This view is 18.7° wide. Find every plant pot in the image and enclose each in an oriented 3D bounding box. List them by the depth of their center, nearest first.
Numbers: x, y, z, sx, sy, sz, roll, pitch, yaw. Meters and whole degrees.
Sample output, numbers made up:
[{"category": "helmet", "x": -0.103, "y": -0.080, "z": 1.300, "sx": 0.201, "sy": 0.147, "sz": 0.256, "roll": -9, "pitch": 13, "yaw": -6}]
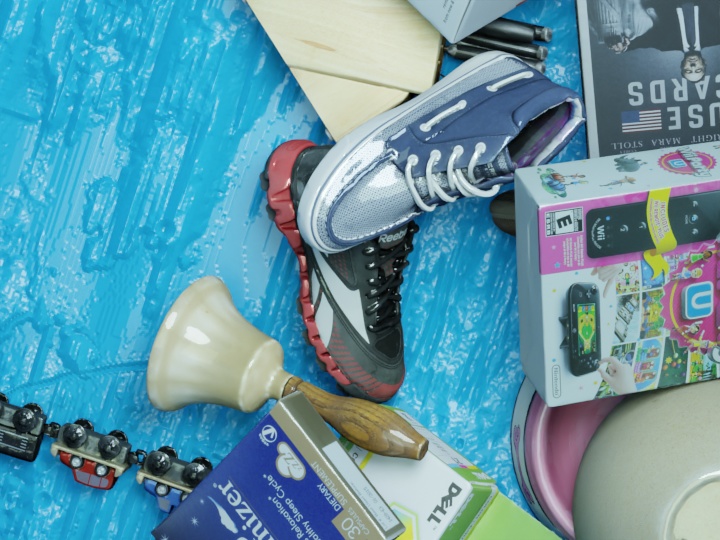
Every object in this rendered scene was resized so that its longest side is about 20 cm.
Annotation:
[{"category": "plant pot", "x": 0.242, "y": 0.169, "z": 1.458, "sx": 0.198, "sy": 0.134, "sz": 0.202, "roll": 0, "pitch": 92, "yaw": 4}]

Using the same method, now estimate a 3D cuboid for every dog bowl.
[{"category": "dog bowl", "x": 0.205, "y": 0.123, "z": 1.562, "sx": 0.198, "sy": 0.074, "sz": 0.202, "roll": 0, "pitch": 92, "yaw": 6}]

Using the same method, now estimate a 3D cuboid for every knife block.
[{"category": "knife block", "x": 0.031, "y": -0.176, "z": 1.569, "sx": 0.175, "sy": 0.064, "sz": 0.201, "roll": -33, "pitch": 89, "yaw": 5}]

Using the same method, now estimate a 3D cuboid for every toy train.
[{"category": "toy train", "x": -0.195, "y": 0.139, "z": 1.617, "sx": 0.198, "sy": 0.034, "sz": 0.046, "roll": 17, "pitch": 97, "yaw": 4}]

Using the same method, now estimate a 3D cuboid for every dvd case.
[{"category": "dvd case", "x": 0.220, "y": -0.158, "z": 1.470, "sx": 0.149, "sy": 0.025, "sz": 0.201, "roll": -4, "pitch": 118, "yaw": 7}]

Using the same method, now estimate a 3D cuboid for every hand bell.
[{"category": "hand bell", "x": -0.040, "y": 0.087, "z": 1.538, "sx": 0.199, "sy": 0.104, "sz": 0.105, "roll": 22, "pitch": 94, "yaw": 22}]

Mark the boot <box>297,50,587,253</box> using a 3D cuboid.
[{"category": "boot", "x": 0.054, "y": -0.073, "z": 1.465, "sx": 0.200, "sy": 0.090, "sz": 0.073, "roll": -40, "pitch": 127, "yaw": -14}]

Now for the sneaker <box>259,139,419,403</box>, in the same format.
[{"category": "sneaker", "x": 0.000, "y": 0.000, "z": 1.554, "sx": 0.097, "sy": 0.071, "sz": 0.202, "roll": -8, "pitch": 104, "yaw": 41}]

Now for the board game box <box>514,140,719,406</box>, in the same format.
[{"category": "board game box", "x": 0.207, "y": -0.002, "z": 1.462, "sx": 0.198, "sy": 0.064, "sz": 0.149, "roll": -9, "pitch": 115, "yaw": -11}]

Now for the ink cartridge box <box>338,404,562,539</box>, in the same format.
[{"category": "ink cartridge box", "x": 0.050, "y": 0.211, "z": 1.551, "sx": 0.200, "sy": 0.076, "sz": 0.148, "roll": 36, "pitch": 96, "yaw": 21}]

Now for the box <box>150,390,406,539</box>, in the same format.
[{"category": "box", "x": -0.069, "y": 0.191, "z": 1.529, "sx": 0.121, "sy": 0.032, "sz": 0.200, "roll": 51, "pitch": 125, "yaw": 11}]

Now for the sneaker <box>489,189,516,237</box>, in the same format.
[{"category": "sneaker", "x": 0.185, "y": -0.011, "z": 1.552, "sx": 0.198, "sy": 0.070, "sz": 0.076, "roll": 9, "pitch": 106, "yaw": 19}]

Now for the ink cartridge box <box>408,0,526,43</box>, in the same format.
[{"category": "ink cartridge box", "x": 0.054, "y": -0.274, "z": 1.499, "sx": 0.145, "sy": 0.083, "sz": 0.200, "roll": -32, "pitch": 70, "yaw": -33}]
